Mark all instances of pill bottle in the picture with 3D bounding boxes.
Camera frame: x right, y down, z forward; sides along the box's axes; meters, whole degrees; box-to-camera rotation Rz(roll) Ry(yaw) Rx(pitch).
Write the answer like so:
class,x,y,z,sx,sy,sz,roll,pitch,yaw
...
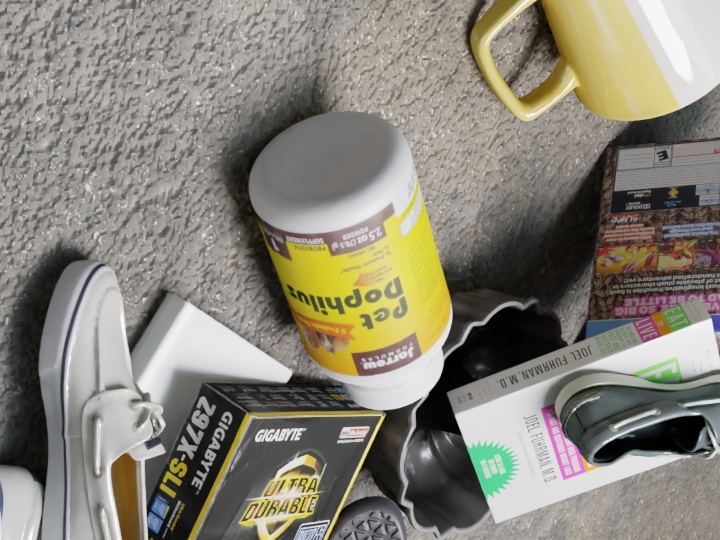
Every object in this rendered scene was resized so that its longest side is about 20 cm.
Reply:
class,x,y,z,sx,sy,sz,roll,pitch,yaw
pill bottle,0.000,0.000,1.036,0.109,0.109,0.201,-42,137,-25

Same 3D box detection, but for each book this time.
class,x,y,z,sx,sy,sz,roll,pitch,yaw
book,0.175,0.105,1.157,0.198,0.048,0.134,-21,133,2

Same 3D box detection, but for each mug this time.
class,x,y,z,sx,sy,sz,roll,pitch,yaw
mug,0.185,-0.201,1.115,0.187,0.149,0.153,-57,134,-19

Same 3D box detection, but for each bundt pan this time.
class,x,y,z,sx,sy,sz,roll,pitch,yaw
bundt pan,0.073,0.103,1.205,0.201,0.075,0.204,-27,130,-37

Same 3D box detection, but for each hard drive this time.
class,x,y,z,sx,sy,sz,roll,pitch,yaw
hard drive,-0.136,0.128,1.019,0.201,0.026,0.132,-59,142,-6

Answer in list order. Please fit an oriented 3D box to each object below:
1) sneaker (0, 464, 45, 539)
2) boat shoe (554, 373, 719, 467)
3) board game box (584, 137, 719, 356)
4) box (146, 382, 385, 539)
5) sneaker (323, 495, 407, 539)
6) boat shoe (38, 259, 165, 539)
class,x,y,z,sx,sy,sz,roll,pitch,yaw
sneaker,-0.230,0.212,0.919,0.070,0.073,0.202,6,105,-43
boat shoe,0.240,0.118,1.115,0.198,0.062,0.073,5,127,-17
board game box,0.280,-0.002,1.257,0.097,0.158,0.202,58,36,-47
box,-0.074,0.159,1.054,0.161,0.049,0.200,-63,155,8
sneaker,-0.006,0.246,1.205,0.071,0.083,0.202,5,121,-5
boat shoe,-0.148,0.095,0.917,0.071,0.069,0.202,-6,100,-70
